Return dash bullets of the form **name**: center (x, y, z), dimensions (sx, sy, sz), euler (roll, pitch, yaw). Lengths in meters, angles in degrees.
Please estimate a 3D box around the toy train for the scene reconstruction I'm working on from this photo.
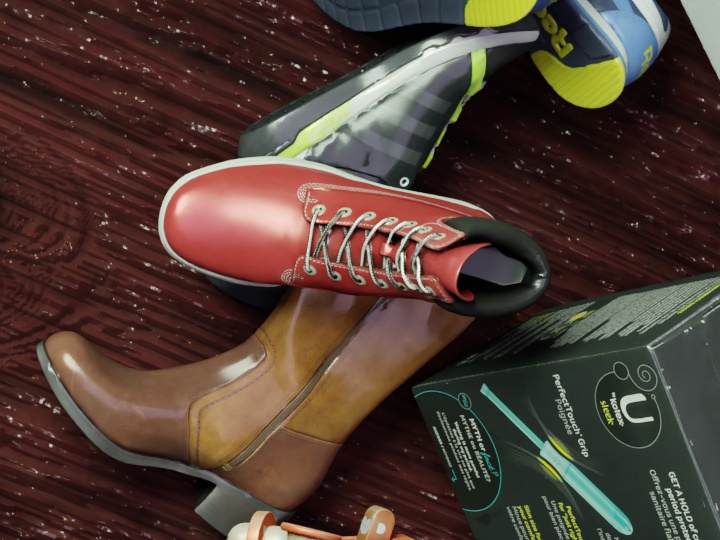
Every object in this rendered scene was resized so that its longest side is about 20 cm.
- **toy train**: center (-0.007, 0.162, 1.065), dimensions (0.149, 0.200, 0.056), euler (1, 90, -11)

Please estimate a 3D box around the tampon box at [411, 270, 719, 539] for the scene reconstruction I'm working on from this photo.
- **tampon box**: center (0.159, 0.097, 1.084), dimensions (0.126, 0.199, 0.151), euler (-28, 99, -37)

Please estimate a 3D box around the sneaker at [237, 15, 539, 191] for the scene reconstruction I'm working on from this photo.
- **sneaker**: center (0.022, -0.084, 1.118), dimensions (0.199, 0.072, 0.083), euler (-27, 100, 1)

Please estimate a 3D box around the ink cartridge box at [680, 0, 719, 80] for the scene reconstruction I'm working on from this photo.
- **ink cartridge box**: center (0.256, -0.234, 1.097), dimensions (0.146, 0.146, 0.201), euler (-9, 54, -13)

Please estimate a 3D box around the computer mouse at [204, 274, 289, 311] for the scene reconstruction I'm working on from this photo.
- **computer mouse**: center (0.000, 0.000, 1.147), dimensions (0.198, 0.034, 0.059), euler (5, 89, -14)

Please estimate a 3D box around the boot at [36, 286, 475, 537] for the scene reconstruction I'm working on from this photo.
- **boot**: center (-0.061, 0.039, 1.088), dimensions (0.188, 0.069, 0.200), euler (40, 99, -12)

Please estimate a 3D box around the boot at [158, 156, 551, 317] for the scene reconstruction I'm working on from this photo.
- **boot**: center (-0.005, -0.016, 1.004), dimensions (0.198, 0.144, 0.073), euler (6, 97, -11)

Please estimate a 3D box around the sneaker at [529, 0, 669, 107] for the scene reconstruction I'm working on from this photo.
- **sneaker**: center (0.117, -0.199, 1.147), dimensions (0.082, 0.074, 0.201), euler (-31, 93, -33)

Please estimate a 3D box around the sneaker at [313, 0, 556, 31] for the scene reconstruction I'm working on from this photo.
- **sneaker**: center (0.045, -0.179, 1.092), dimensions (0.082, 0.199, 0.074), euler (-26, 120, -41)
